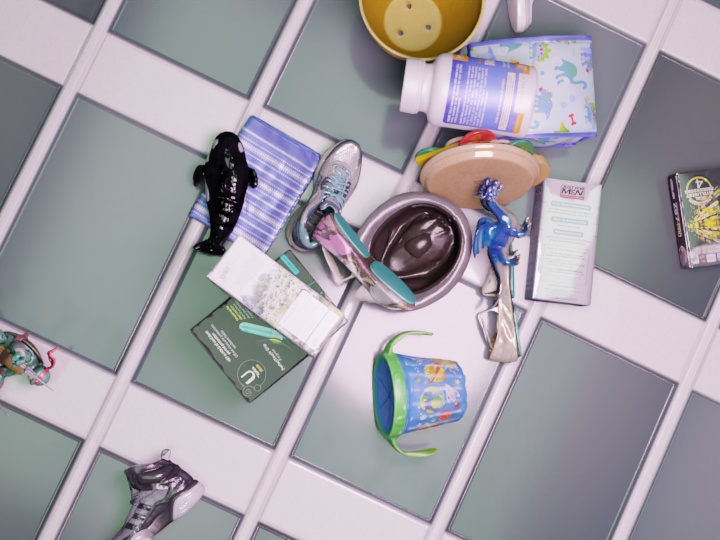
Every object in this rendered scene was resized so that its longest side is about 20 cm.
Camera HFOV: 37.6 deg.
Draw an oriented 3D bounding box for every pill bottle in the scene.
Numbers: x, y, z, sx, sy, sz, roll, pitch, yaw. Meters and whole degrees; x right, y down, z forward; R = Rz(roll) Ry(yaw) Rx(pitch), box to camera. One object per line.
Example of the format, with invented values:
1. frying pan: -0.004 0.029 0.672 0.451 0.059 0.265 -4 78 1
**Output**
1. pill bottle: 0.163 -0.271 1.619 0.199 0.112 0.113 9 86 0

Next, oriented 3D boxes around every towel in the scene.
1. towel: -0.170 -0.138 1.740 0.144 0.024 0.201 31 85 0

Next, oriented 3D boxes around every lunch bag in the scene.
1. lunch bag: 0.272 -0.288 1.728 0.199 0.127 0.171 -4 87 -14

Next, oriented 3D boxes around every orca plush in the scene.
1. orca plush: -0.229 -0.128 1.696 0.105 0.071 0.201 21 86 1

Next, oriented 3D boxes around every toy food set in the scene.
1. toy food set: 0.191 -0.159 1.684 0.199 0.198 0.049 -15 62 29

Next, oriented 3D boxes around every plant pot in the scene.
1. plant pot: 0.092 -0.422 1.716 0.199 0.142 0.201 0 87 -4

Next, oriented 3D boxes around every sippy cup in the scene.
1. sippy cup: 0.098 0.196 1.690 0.129 0.140 0.179 -3 125 -14

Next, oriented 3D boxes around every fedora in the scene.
1. fedora: 0.084 -0.033 1.716 0.177 0.090 0.200 44 92 1

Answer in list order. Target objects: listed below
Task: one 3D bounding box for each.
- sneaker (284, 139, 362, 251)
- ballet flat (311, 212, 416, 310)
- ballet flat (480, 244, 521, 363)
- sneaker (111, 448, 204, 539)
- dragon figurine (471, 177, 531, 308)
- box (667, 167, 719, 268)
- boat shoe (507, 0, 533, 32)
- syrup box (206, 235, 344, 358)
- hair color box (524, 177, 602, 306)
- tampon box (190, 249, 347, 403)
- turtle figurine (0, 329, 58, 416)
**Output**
1. sneaker: -0.045 -0.117 1.709 0.077 0.086 0.201 27 88 -19
2. ballet flat: 0.000 0.000 1.647 0.200 0.069 0.071 47 110 5
3. ballet flat: 0.226 0.052 1.735 0.062 0.067 0.201 -5 86 6
4. sneaker: -0.353 0.372 1.673 0.200 0.075 0.114 -39 89 -11
5. dragon figurine: 0.207 -0.049 1.671 0.099 0.059 0.201 16 112 -1
6. box: 0.627 -0.095 1.777 0.199 0.049 0.162 -7 90 -5
7. boat shoe: 0.284 -0.497 1.776 0.068 0.072 0.201 1 77 -4
8. syrup box: -0.126 0.040 1.575 0.200 0.081 0.079 36 83 1
9. hair color box: 0.334 -0.046 1.749 0.098 0.061 0.201 7 87 -4
10. tampon box: -0.143 0.088 1.676 0.200 0.126 0.150 -39 89 -4
11. turtle figurine: -0.559 0.139 1.664 0.200 0.101 0.150 39 126 1
